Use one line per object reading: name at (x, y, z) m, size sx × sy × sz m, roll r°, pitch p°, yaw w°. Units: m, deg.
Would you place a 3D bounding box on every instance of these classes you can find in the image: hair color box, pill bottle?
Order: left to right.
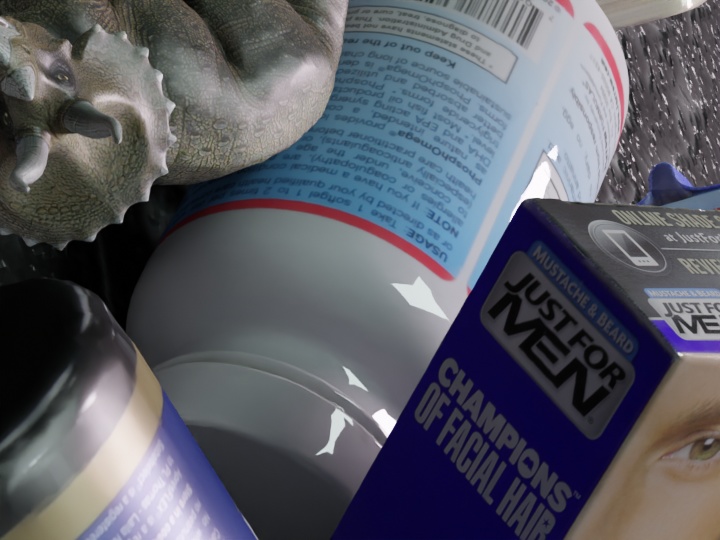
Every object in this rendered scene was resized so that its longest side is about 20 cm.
pill bottle at (-0.053, 0.112, 0.582) m, size 0.201 × 0.111 × 0.112 m, roll 60°, pitch 24°, yaw -21°
pill bottle at (0.000, 0.000, 0.773) m, size 0.109 × 0.108 × 0.200 m, roll 55°, pitch 41°, yaw -28°
hair color box at (0.048, 0.080, 0.687) m, size 0.109 × 0.201 × 0.065 m, roll 1°, pitch 35°, yaw -44°

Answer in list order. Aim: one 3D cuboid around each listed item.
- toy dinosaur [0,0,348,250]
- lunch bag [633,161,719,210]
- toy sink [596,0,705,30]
toy dinosaur at (-0.055, -0.056, 0.717) m, size 0.200 × 0.077 × 0.103 m, roll -11°, pitch 62°, yaw -54°
lunch bag at (0.117, 0.053, 0.934) m, size 0.094 × 0.150 × 0.201 m, roll 40°, pitch 41°, yaw -48°
toy sink at (0.060, -0.142, 0.996) m, size 0.200 × 0.130 × 0.113 m, roll -36°, pitch 112°, yaw -70°
